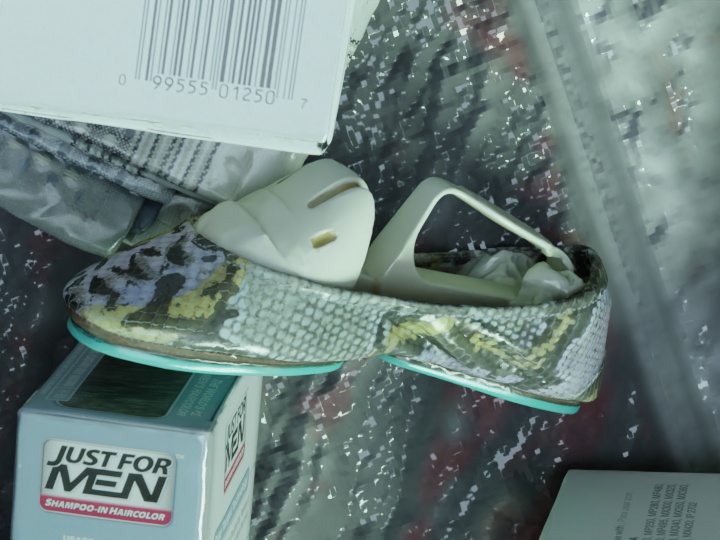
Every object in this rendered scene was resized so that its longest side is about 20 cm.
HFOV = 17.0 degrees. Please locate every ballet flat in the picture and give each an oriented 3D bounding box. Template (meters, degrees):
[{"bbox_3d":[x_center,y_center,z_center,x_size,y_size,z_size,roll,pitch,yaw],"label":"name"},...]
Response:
[{"bbox_3d":[0.000,0.000,0.763,0.200,0.072,0.072,9,105,-34],"label":"ballet flat"}]

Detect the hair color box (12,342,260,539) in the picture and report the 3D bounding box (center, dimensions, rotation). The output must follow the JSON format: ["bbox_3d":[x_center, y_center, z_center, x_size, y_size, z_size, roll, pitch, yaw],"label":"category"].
[{"bbox_3d":[-0.075,0.128,0.774,0.060,0.099,0.201,7,105,5],"label":"hair color box"}]

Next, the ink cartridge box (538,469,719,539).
[{"bbox_3d":[0.160,0.149,0.805,0.199,0.084,0.145,1,110,13],"label":"ink cartridge box"}]

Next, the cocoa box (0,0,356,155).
[{"bbox_3d":[-0.101,-0.120,0.667,0.199,0.131,0.134,7,103,-9],"label":"cocoa box"}]

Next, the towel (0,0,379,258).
[{"bbox_3d":[-0.084,-0.113,0.751,0.192,0.035,0.200,25,101,-16],"label":"towel"}]
